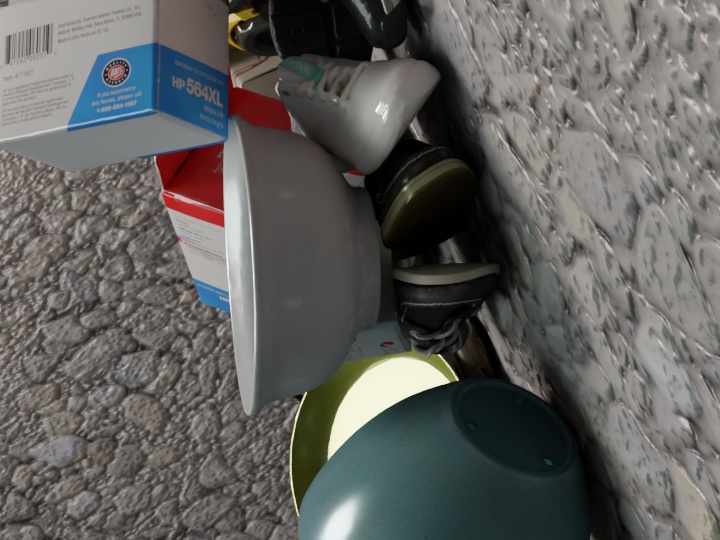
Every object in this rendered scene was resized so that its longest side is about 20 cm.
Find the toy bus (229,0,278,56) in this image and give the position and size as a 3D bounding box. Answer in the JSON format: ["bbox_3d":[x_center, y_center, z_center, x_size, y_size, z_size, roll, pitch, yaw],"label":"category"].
[{"bbox_3d":[-0.150,-0.224,1.305,0.200,0.192,0.136,30,-137,-58],"label":"toy bus"}]

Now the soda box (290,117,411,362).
[{"bbox_3d":[-0.008,-0.036,1.270,0.064,0.068,0.201,64,-162,-64],"label":"soda box"}]

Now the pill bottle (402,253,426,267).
[{"bbox_3d":[0.000,0.000,1.414,0.200,0.110,0.111,78,167,-57],"label":"pill bottle"}]

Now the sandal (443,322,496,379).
[{"bbox_3d":[0.075,0.097,1.388,0.200,0.054,0.082,86,160,-70],"label":"sandal"}]

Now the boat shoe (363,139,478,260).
[{"bbox_3d":[0.032,-0.054,1.146,0.065,0.073,0.200,60,172,9],"label":"boat shoe"}]

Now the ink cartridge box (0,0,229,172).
[{"bbox_3d":[-0.165,-0.180,1.141,0.084,0.146,0.201,19,-112,-55],"label":"ink cartridge box"}]

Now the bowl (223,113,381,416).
[{"bbox_3d":[-0.038,-0.006,1.137,0.201,0.090,0.202,176,90,-81],"label":"bowl"}]

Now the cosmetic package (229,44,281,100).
[{"bbox_3d":[-0.071,-0.157,1.542,0.200,0.087,0.104,-133,21,-70],"label":"cosmetic package"}]

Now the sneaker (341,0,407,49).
[{"bbox_3d":[-0.053,-0.217,1.088,0.075,0.115,0.200,115,132,-81],"label":"sneaker"}]

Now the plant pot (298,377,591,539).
[{"bbox_3d":[0.075,0.152,1.144,0.135,0.200,0.200,-63,39,33],"label":"plant pot"}]

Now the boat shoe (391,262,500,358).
[{"bbox_3d":[0.059,0.028,1.165,0.200,0.072,0.063,54,-146,-86],"label":"boat shoe"}]

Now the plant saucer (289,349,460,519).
[{"bbox_3d":[0.024,0.148,1.344,0.031,0.200,0.200,11,-138,-45],"label":"plant saucer"}]

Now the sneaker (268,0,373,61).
[{"bbox_3d":[-0.040,-0.231,1.216,0.115,0.075,0.201,-99,-6,-60],"label":"sneaker"}]

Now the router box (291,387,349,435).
[{"bbox_3d":[0.030,0.145,1.483,0.200,0.052,0.157,36,175,8],"label":"router box"}]

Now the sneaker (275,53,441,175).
[{"bbox_3d":[-0.014,-0.113,1.126,0.088,0.075,0.200,39,167,-10],"label":"sneaker"}]

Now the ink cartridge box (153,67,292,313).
[{"bbox_3d":[-0.093,-0.061,1.377,0.067,0.116,0.200,20,151,20],"label":"ink cartridge box"}]
